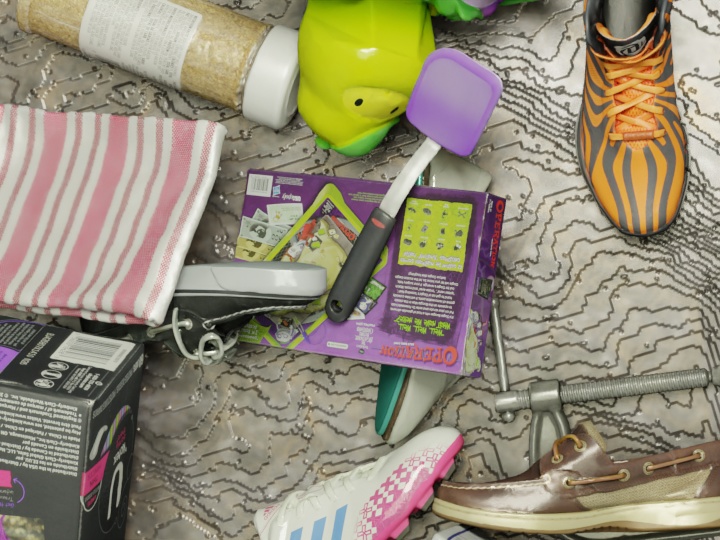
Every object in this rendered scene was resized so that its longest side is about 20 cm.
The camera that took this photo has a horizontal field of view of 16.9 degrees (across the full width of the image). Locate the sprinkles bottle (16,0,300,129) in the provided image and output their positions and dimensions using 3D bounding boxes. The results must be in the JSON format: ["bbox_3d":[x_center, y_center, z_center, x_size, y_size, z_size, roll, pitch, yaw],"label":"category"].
[{"bbox_3d":[-0.133,-0.161,1.652,0.200,0.068,0.068,21,90,9],"label":"sprinkles bottle"}]

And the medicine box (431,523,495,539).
[{"bbox_3d":[0.109,0.251,1.530,0.182,0.200,0.103,31,92,9],"label":"medicine box"}]

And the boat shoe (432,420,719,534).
[{"bbox_3d":[0.146,0.134,1.579,0.200,0.072,0.072,-1,87,2],"label":"boat shoe"}]

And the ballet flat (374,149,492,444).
[{"bbox_3d":[0.055,0.020,1.624,0.069,0.069,0.200,7,88,8],"label":"ballet flat"}]

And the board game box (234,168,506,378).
[{"bbox_3d":[0.000,0.000,1.603,0.200,0.032,0.120,8,84,36],"label":"board game box"}]

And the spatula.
[{"bbox_3d":[0.026,-0.051,1.558,0.056,0.021,0.200,35,107,17],"label":"spatula"}]

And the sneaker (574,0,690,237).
[{"bbox_3d":[0.172,-0.123,1.584,0.077,0.112,0.200,-7,86,8],"label":"sneaker"}]

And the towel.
[{"bbox_3d":[-0.195,-0.041,1.626,0.200,0.030,0.147,6,71,29],"label":"towel"}]

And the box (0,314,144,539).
[{"bbox_3d":[-0.215,0.148,1.593,0.106,0.122,0.200,11,110,9],"label":"box"}]

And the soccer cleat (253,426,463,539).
[{"bbox_3d":[-0.018,0.167,1.618,0.086,0.070,0.200,41,94,5],"label":"soccer cleat"}]

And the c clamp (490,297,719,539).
[{"bbox_3d":[0.185,0.100,1.614,0.200,0.027,0.171,-2,88,7],"label":"c clamp"}]

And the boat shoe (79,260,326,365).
[{"bbox_3d":[-0.107,0.030,1.616,0.199,0.074,0.068,-5,90,28],"label":"boat shoe"}]

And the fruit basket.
[{"bbox_3d":[0.019,-0.175,1.563,0.215,0.155,0.216,1,88,-33],"label":"fruit basket"}]
